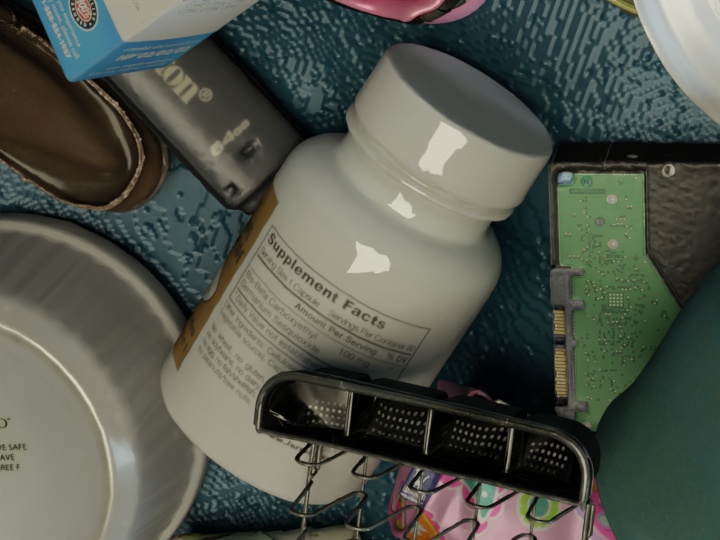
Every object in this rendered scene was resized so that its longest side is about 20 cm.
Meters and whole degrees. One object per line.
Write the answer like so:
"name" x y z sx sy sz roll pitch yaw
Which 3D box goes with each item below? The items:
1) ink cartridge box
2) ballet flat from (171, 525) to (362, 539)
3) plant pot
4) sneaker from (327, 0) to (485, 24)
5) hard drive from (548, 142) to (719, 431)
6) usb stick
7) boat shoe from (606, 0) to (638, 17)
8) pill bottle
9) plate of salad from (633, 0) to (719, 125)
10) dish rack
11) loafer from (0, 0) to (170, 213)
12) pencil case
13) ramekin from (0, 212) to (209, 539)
"ink cartridge box" -0.062 -0.177 1.100 0.200 0.068 0.115 -30 80 37
"ballet flat" -0.003 0.170 1.292 0.200 0.069 0.071 31 75 27
"plant pot" 0.208 0.066 1.123 0.200 0.200 0.188 46 126 -7
"sneaker" -0.036 -0.162 1.173 0.200 0.095 0.079 21 114 5
"hard drive" 0.189 0.010 1.221 0.200 0.038 0.140 0 110 10
"usb stick" -0.105 -0.112 1.231 0.055 0.033 0.200 -45 98 -14
"boat shoe" 0.134 -0.146 1.163 0.202 0.072 0.060 26 154 -12
"pill bottle" 0.000 0.000 1.213 0.114 0.114 0.200 32 112 -2
"plate of salad" 0.193 -0.148 1.121 0.200 0.048 0.200 -1 93 -26
"dish rack" 0.027 0.145 1.154 0.153 0.055 0.200 12 107 21
"loafer" -0.181 -0.092 1.238 0.200 0.071 0.073 37 112 -4
"pencil case" 0.112 0.122 1.238 0.200 0.087 0.087 24 113 -7
"ramekin" -0.179 0.080 1.281 0.202 0.094 0.203 4 108 13
